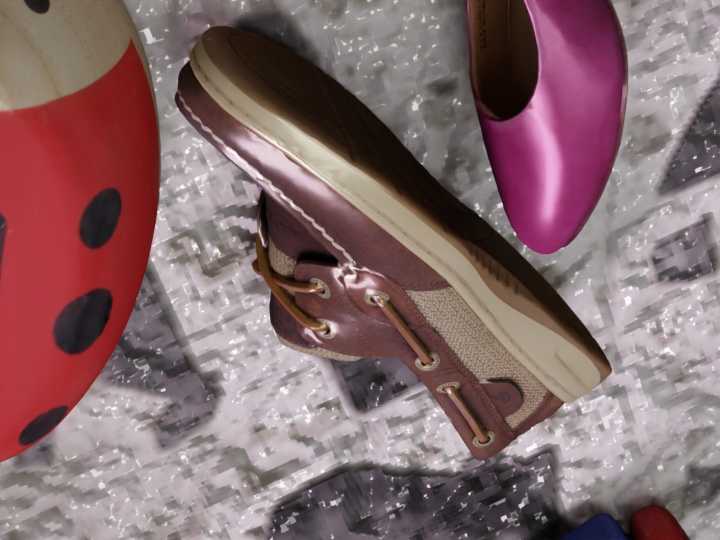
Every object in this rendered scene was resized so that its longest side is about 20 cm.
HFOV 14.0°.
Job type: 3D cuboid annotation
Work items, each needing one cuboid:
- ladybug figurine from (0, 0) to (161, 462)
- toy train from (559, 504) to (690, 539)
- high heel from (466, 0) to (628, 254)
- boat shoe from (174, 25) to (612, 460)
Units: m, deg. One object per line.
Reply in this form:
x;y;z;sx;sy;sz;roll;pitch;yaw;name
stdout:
-0.122;-0.014;0.876;0.135;0.072;0.201;-8;126;-15;ladybug figurine
0.133;0.188;1.080;0.084;0.116;0.200;-35;128;6;toy train
0.026;-0.093;0.878;0.096;0.067;0.201;-13;112;-23;high heel
0.000;0.000;0.934;0.072;0.072;0.200;-42;133;10;boat shoe
